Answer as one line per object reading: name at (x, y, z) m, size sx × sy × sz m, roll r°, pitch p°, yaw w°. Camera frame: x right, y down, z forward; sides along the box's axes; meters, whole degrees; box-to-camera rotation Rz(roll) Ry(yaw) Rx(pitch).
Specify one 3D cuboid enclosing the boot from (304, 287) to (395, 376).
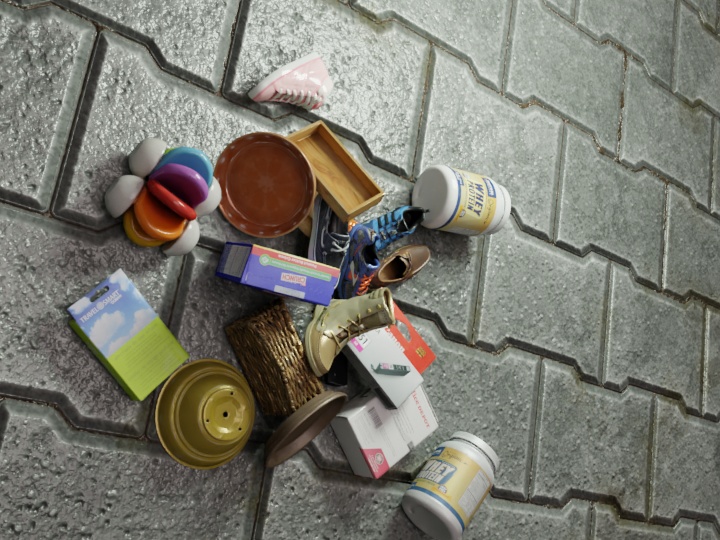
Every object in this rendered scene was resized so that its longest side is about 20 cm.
boot at (-0.016, 0.110, 1.456) m, size 0.200 × 0.155 × 0.073 m, roll -75°, pitch 147°, yaw -58°

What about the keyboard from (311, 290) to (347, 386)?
keyboard at (-0.065, 0.131, 1.570) m, size 0.127 × 0.021 × 0.201 m, roll 29°, pitch 54°, yaw -54°

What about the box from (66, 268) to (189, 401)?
box at (-0.402, 0.111, 1.340) m, size 0.122 × 0.048 × 0.200 m, roll -45°, pitch 109°, yaw -33°

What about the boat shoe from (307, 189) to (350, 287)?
boat shoe at (-0.053, -0.058, 1.522) m, size 0.072 × 0.068 × 0.201 m, roll 6°, pitch 86°, yaw -41°

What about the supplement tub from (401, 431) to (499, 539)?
supplement tub at (0.197, 0.461, 1.674) m, size 0.200 × 0.145 × 0.145 m, roll -47°, pitch 111°, yaw -32°

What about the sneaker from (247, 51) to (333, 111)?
sneaker at (-0.132, -0.367, 1.592) m, size 0.200 × 0.075 × 0.105 m, roll -38°, pitch 101°, yaw -38°

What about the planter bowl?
planter bowl at (-0.259, 0.258, 1.402) m, size 0.200 × 0.083 × 0.201 m, roll 6°, pitch 79°, yaw -35°

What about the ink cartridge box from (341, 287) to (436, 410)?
ink cartridge box at (0.059, 0.154, 1.595) m, size 0.174 × 0.044 × 0.200 m, roll -42°, pitch 97°, yaw -32°

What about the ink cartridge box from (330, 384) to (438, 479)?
ink cartridge box at (0.051, 0.315, 1.624) m, size 0.200 × 0.085 × 0.146 m, roll -31°, pitch 101°, yaw -34°

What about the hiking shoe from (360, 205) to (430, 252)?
hiking shoe at (0.058, -0.092, 1.686) m, size 0.200 × 0.087 × 0.075 m, roll -39°, pitch 106°, yaw -34°

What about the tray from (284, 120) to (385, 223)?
tray at (-0.055, -0.192, 1.498) m, size 0.099 × 0.037 × 0.200 m, roll -32°, pitch 75°, yaw -32°

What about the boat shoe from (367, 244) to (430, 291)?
boat shoe at (0.087, -0.007, 1.708) m, size 0.200 × 0.067 × 0.072 m, roll -24°, pitch 98°, yaw -37°

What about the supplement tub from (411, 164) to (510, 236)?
supplement tub at (0.233, -0.156, 1.791) m, size 0.200 × 0.144 × 0.145 m, roll 7°, pitch 79°, yaw -36°

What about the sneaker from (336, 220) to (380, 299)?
sneaker at (0.000, 0.000, 1.603) m, size 0.075 × 0.078 × 0.201 m, roll -33°, pitch 130°, yaw -50°

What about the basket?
basket at (-0.133, 0.155, 1.471) m, size 0.149 × 0.143 × 0.200 m, roll -28°, pitch 98°, yaw -37°

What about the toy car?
toy car at (-0.330, -0.135, 1.365) m, size 0.175 × 0.150 × 0.200 m, roll 37°, pitch 63°, yaw -26°

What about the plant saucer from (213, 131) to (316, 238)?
plant saucer at (-0.181, -0.162, 1.476) m, size 0.201 × 0.200 × 0.032 m, roll 65°, pitch 15°, yaw -10°

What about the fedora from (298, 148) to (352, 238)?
fedora at (-0.095, -0.156, 1.585) m, size 0.200 × 0.082 × 0.201 m, roll -1°, pitch 91°, yaw -42°

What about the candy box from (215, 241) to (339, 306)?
candy box at (-0.156, 0.005, 1.422) m, size 0.169 × 0.200 × 0.077 m, roll 18°, pitch 87°, yaw -24°

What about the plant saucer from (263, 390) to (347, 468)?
plant saucer at (-0.107, 0.293, 1.462) m, size 0.200 × 0.200 × 0.029 m, roll -30°, pitch 68°, yaw -36°
